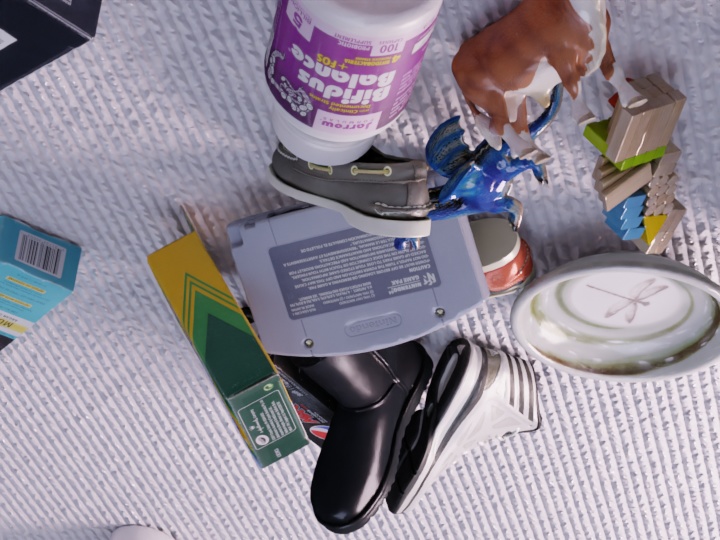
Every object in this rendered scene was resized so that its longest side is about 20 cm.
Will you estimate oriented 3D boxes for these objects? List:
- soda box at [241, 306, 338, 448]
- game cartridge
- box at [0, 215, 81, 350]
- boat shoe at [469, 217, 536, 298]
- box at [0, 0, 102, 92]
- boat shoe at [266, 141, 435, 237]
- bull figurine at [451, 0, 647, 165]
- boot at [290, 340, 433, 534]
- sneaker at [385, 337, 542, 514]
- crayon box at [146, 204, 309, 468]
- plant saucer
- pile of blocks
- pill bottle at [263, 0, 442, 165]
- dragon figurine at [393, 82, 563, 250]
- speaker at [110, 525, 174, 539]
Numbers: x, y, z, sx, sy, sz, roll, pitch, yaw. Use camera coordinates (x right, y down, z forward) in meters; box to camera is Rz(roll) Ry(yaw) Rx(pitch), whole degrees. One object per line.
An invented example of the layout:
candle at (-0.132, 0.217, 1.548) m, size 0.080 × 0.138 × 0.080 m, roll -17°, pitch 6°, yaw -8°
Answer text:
soda box at (-0.045, 0.105, 2.090) m, size 0.063 × 0.071 × 0.200 m, roll -8°, pitch 146°, yaw 33°
game cartridge at (0.000, 0.000, 1.860) m, size 0.200 × 0.042 × 0.133 m, roll -13°, pitch 108°, yaw 16°
box at (-0.338, 0.023, 2.037) m, size 0.082 × 0.049 × 0.200 m, roll 24°, pitch 144°, yaw -26°
boat shoe at (0.050, 0.002, 1.916) m, size 0.200 × 0.071 × 0.063 m, roll -10°, pitch 148°, yaw 18°
box at (-0.244, -0.227, 1.468) m, size 0.148 × 0.200 × 0.107 m, roll -22°, pitch 139°, yaw 40°
boat shoe at (-0.008, -0.077, 1.746) m, size 0.072 × 0.060 × 0.202 m, roll -4°, pitch -163°, yaw -32°
bull figurine at (0.138, -0.156, 1.613) m, size 0.065 × 0.122 × 0.200 m, roll -15°, pitch 170°, yaw -33°
boot at (-0.021, 0.114, 1.996) m, size 0.076 × 0.200 × 0.168 m, roll 13°, pitch 159°, yaw 36°
sneaker at (0.105, 0.160, 2.106) m, size 0.115 × 0.076 × 0.201 m, roll 15°, pitch 122°, yaw -21°
crayon box at (-0.119, 0.057, 1.911) m, size 0.052 × 0.200 × 0.126 m, roll -28°, pitch 146°, yaw -5°
plant saucer at (0.230, 0.030, 1.938) m, size 0.200 × 0.050 × 0.200 m, roll 4°, pitch 149°, yaw 2°
pile of blocks at (0.204, -0.082, 1.742) m, size 0.082 × 0.062 × 0.200 m, roll -34°, pitch 147°, yaw -14°
pill bottle at (-0.010, -0.163, 1.613) m, size 0.112 × 0.112 × 0.200 m, roll 10°, pitch 148°, yaw -5°
dragon figurine at (0.088, -0.081, 1.738) m, size 0.099 × 0.059 × 0.200 m, roll 4°, pitch 143°, yaw -22°
speaker at (-0.257, 0.383, 2.464) m, size 0.081 × 0.200 × 0.081 m, roll 8°, pitch 145°, yaw 6°
